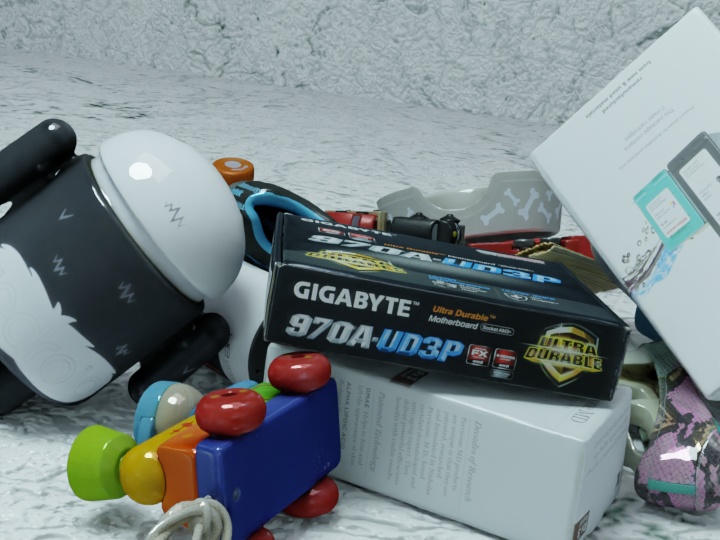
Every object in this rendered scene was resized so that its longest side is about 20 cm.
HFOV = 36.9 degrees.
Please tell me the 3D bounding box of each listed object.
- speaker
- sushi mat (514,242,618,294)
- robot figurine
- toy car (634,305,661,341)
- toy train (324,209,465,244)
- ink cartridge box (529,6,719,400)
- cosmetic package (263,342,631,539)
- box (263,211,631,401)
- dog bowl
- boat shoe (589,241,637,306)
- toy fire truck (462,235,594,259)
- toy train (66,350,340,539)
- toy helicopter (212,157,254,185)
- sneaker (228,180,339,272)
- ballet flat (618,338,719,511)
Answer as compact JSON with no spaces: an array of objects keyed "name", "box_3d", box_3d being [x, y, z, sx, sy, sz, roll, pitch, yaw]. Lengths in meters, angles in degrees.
[{"name":"speaker","box_3d":[-0.101,0.028,0.779,0.080,0.082,0.199,-6,20,-40]},{"name":"sushi mat","box_3d":[0.166,0.008,0.930,0.095,0.012,0.199,-22,-20,30]},{"name":"robot figurine","box_3d":[-0.166,0.001,0.671,0.125,0.199,0.150,54,2,34]},{"name":"toy car","box_3d":[0.352,0.024,0.850,0.183,0.179,0.199,29,12,34]},{"name":"toy train","box_3d":[-0.008,-0.035,0.917,0.197,0.035,0.046,4,5,26]},{"name":"ink cartridge box","box_3d":[0.244,-0.034,0.716,0.146,0.146,0.201,13,40,-58]},{"name":"cosmetic package","box_3d":[0.049,0.088,0.632,0.198,0.075,0.101,12,16,26]},{"name":"box","box_3d":[0.042,0.017,0.645,0.197,0.047,0.159,10,12,-5]},{"name":"dog bowl","box_3d":[0.117,-0.055,1.120,0.197,0.060,0.200,-7,-5,-1]},{"name":"boat shoe","box_3d":[0.249,-0.019,0.914,0.071,0.200,0.068,-21,42,29]},{"name":"toy fire truck","box_3d":[0.159,-0.008,1.068,0.197,0.050,0.141,-3,2,-1]},{"name":"toy train","box_3d":[-0.096,0.099,0.524,0.114,0.086,0.200,1,11,25]},{"name":"toy helicopter","box_3d":[-0.148,-0.040,1.089,0.131,0.080,0.199,26,34,31]},{"name":"sneaker","box_3d":[-0.019,0.007,0.788,0.199,0.074,0.082,33,-9,-14]},{"name":"ballet flat","box_3d":[0.189,0.091,0.700,0.070,0.070,0.200,4,18,6]}]
